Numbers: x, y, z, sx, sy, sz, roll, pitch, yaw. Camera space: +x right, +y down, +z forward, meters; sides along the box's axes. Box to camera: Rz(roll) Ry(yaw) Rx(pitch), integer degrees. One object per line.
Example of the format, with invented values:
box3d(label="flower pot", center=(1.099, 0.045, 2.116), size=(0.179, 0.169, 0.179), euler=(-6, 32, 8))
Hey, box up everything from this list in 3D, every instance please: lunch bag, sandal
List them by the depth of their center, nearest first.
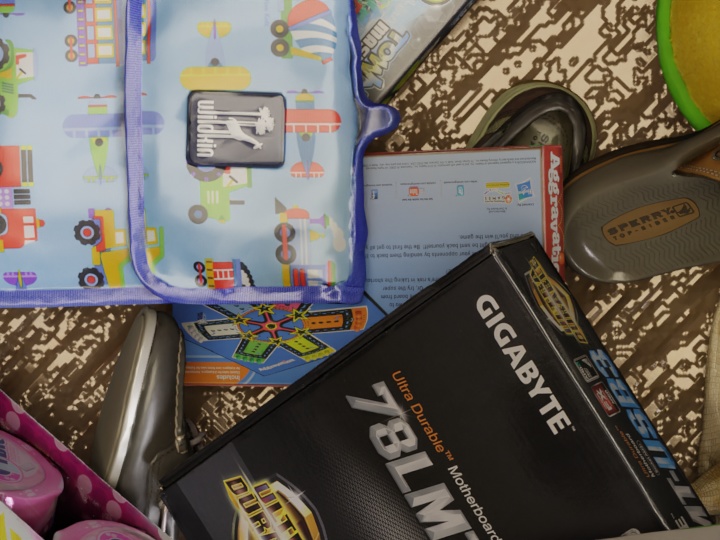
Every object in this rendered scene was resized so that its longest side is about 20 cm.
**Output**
box3d(label="sandal", center=(0.163, -0.035, 1.144), size=(0.199, 0.055, 0.082), euler=(-20, 121, 29))
box3d(label="lunch bag", center=(-0.078, -0.061, 1.207), size=(0.199, 0.094, 0.151), euler=(0, 94, 17))

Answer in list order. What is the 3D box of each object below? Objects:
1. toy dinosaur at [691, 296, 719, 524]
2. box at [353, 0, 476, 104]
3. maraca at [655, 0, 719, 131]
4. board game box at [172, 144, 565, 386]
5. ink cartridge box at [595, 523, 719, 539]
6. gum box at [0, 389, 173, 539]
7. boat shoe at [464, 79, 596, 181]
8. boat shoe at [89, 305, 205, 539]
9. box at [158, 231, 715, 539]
box3d(label="toy dinosaur", center=(0.162, 0.103, 1.237), size=(0.101, 0.058, 0.201), euler=(-15, 80, -6))
box3d(label="box", center=(0.019, -0.168, 1.244), size=(0.110, 0.035, 0.200), euler=(41, 94, 3))
box3d(label="maraca", center=(0.225, -0.106, 1.195), size=(0.199, 0.107, 0.138), euler=(-2, 91, -8))
box3d(label="board game box", center=(0.000, 0.000, 1.211), size=(0.199, 0.019, 0.103), euler=(-1, 90, 34))
box3d(label="ink cartridge box", center=(0.143, 0.202, 1.038), size=(0.145, 0.084, 0.201), euler=(-11, 105, 25))
box3d(label="gum box", center=(-0.171, 0.125, 1.206), size=(0.200, 0.066, 0.114), euler=(38, 118, 24))
box3d(label="boat shoe", center=(0.045, 0.007, 1.230), size=(0.073, 0.065, 0.201), euler=(22, 93, 4))
box3d(label="boat shoe", center=(-0.096, 0.113, 1.242), size=(0.057, 0.067, 0.201), euler=(10, 106, -13))
box3d(label="box", center=(0.042, 0.120, 1.142), size=(0.198, 0.050, 0.200), euler=(-36, 82, 29))
